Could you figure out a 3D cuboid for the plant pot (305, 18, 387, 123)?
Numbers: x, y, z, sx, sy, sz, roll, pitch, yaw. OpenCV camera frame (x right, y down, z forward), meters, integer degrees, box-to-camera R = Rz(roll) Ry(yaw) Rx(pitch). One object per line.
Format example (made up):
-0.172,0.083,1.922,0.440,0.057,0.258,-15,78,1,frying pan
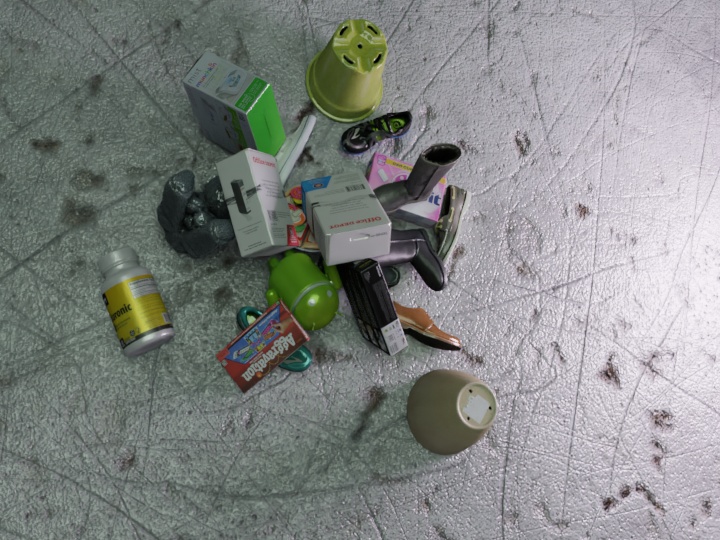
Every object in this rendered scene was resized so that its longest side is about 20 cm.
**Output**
-0.019,-0.479,1.690,0.194,0.184,0.207,3,76,-13,plant pot

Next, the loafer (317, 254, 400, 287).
0.000,0.000,1.638,0.195,0.070,0.070,11,74,-11,loafer

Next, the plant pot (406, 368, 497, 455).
0.214,0.298,1.552,0.181,0.200,0.193,3,76,-13,plant pot

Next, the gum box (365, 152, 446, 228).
0.105,-0.186,1.711,0.195,0.066,0.117,17,75,-10,gum box

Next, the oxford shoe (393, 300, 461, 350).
0.147,0.125,1.648,0.196,0.071,0.073,25,67,-6,oxford shoe

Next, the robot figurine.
-0.122,0.045,1.552,0.173,0.117,0.201,-27,55,-23,robot figurine

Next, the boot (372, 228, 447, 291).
0.088,-0.022,1.624,0.196,0.066,0.168,-1,54,-40,boot

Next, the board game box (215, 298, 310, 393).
-0.206,0.160,1.510,0.199,0.019,0.104,-40,89,20,board game box

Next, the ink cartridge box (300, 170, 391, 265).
-0.033,-0.113,1.524,0.142,0.086,0.202,-11,43,-14,ink cartridge box

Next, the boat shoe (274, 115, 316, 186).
-0.167,-0.281,1.662,0.065,0.074,0.204,26,72,-6,boat shoe

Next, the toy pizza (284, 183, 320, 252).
-0.104,-0.128,1.625,0.194,0.032,0.205,4,54,-5,toy pizza

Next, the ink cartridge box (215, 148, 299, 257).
-0.213,-0.138,1.515,0.082,0.144,0.206,-17,86,17,ink cartridge box

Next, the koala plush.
-0.322,-0.139,1.564,0.178,0.183,0.200,47,50,-5,koala plush

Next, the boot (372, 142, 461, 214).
0.113,-0.198,1.575,0.178,0.200,0.074,-22,84,-17,boot

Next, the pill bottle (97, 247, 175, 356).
-0.466,0.063,1.486,0.109,0.111,0.204,-22,82,-18,pill bottle

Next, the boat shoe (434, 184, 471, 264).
0.208,-0.110,1.719,0.059,0.072,0.206,23,66,-7,boat shoe

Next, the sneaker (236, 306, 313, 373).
-0.187,0.149,1.551,0.198,0.080,0.078,37,71,-4,sneaker

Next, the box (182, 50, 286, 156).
-0.270,-0.341,1.562,0.174,0.201,0.098,29,70,17,box

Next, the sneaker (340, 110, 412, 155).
0.039,-0.338,1.723,0.195,0.083,0.072,-23,82,-18,sneaker

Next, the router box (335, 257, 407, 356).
0.020,0.067,1.548,0.050,0.148,0.205,-27,112,-18,router box
